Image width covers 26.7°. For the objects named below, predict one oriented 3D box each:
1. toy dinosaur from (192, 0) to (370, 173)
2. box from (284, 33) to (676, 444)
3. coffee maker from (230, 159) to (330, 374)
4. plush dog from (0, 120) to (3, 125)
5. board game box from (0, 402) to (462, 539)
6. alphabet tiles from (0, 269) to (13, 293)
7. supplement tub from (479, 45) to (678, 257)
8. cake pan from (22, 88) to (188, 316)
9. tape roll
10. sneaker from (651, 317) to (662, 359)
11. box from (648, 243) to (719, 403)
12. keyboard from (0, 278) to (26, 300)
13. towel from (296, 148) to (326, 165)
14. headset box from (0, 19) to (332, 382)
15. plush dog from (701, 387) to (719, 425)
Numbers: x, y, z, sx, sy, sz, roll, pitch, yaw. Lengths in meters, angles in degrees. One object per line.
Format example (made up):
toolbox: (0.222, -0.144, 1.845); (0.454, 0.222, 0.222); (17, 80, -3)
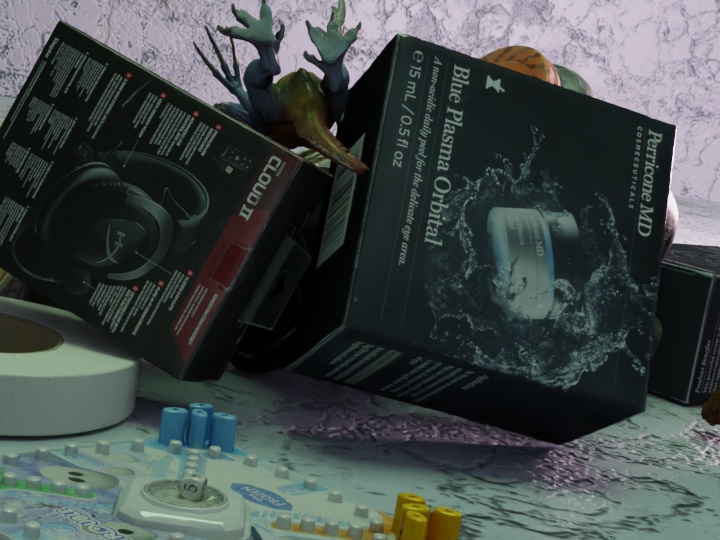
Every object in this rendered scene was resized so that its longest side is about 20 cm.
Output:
toy dinosaur: (-0.057, -0.103, 0.988); (0.105, 0.201, 0.182); (-1, -29, -6)
box: (0.078, -0.016, 0.955); (0.199, 0.197, 0.117); (16, -21, -15)
coffee maker: (0.000, 0.000, 1.077); (0.200, 0.135, 0.192); (-21, 63, -46)
plush dog: (-0.263, -0.050, 1.279); (0.199, 0.161, 0.172); (-11, 24, 7)
board game box: (-0.084, 0.107, 0.724); (0.200, 0.026, 0.200); (18, 12, 40)
alphabet tiles: (-0.226, -0.050, 1.075); (0.166, 0.200, 0.006); (-9, -49, 49)
supplement tub: (0.154, -0.077, 1.183); (0.122, 0.123, 0.200); (20, -19, 49)
cake pan: (-0.166, -0.034, 1.056); (0.037, 0.201, 0.200); (34, -2, -24)
tape roll: (-0.229, 0.050, 0.890); (0.202, 0.037, 0.203); (11, 8, -1)
sneaker: (0.129, 0.030, 1.181); (0.200, 0.076, 0.115); (6, -25, 49)
box: (0.293, 0.041, 1.291); (0.199, 0.108, 0.148); (3, 11, -40)
keyboard: (-0.243, -0.044, 1.174); (0.056, 0.011, 0.200); (7, 48, 7)
towel: (0.035, -0.073, 1.250); (0.199, 0.133, 0.035); (-20, 55, -9)
headset box: (-0.125, -0.035, 0.915); (0.200, 0.149, 0.077); (29, 3, 13)
plush dog: (0.354, 0.082, 1.071); (0.171, 0.161, 0.200); (21, 36, -13)
